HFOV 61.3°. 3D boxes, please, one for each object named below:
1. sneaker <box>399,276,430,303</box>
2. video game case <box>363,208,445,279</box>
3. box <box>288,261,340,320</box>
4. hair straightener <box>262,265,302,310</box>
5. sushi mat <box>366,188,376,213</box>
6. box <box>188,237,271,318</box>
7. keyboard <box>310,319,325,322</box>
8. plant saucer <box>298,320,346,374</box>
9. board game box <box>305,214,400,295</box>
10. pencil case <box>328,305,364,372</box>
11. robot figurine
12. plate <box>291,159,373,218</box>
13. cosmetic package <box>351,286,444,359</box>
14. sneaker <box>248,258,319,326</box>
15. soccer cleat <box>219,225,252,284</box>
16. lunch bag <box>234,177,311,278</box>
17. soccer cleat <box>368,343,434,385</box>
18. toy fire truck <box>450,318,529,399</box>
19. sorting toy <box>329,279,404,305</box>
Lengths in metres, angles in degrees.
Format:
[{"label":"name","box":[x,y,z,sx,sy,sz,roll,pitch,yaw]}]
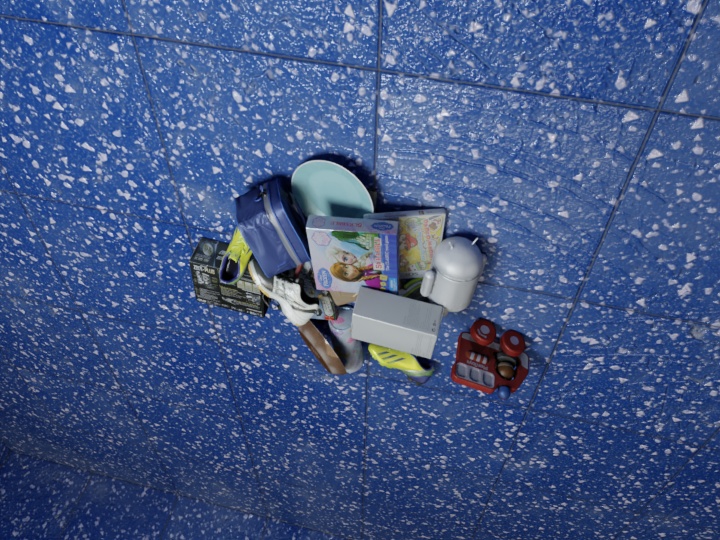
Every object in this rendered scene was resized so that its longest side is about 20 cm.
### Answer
[{"label":"sneaker","box":[0.097,0.104,1.458,0.200,0.082,0.073,-44,152,14]},{"label":"video game case","box":[0.093,-0.052,1.357,0.176,0.023,0.203,-5,138,-4]},{"label":"box","box":[-0.129,0.031,1.530,0.133,0.040,0.205,5,126,16]},{"label":"hair straightener","box":[-0.198,0.026,1.506,0.075,0.041,0.202,26,133,0]},{"label":"sushi mat","box":[-0.011,-0.112,1.379,0.093,0.012,0.203,10,139,8]},{"label":"box","box":[-0.332,0.021,1.585,0.194,0.088,0.166,13,139,5]},{"label":"keyboard","box":[-0.142,0.080,1.619,0.101,0.040,0.203,12,138,6]},{"label":"plant saucer","box":[-0.111,0.208,1.633,0.201,0.036,0.201,49,166,16]},{"label":"board game box","box":[-0.011,-0.029,1.327,0.193,0.042,0.203,4,139,10]},{"label":"pencil case","box":[-0.035,0.189,1.658,0.081,0.091,0.203,19,142,24]},{"label":"robot figurine","box":[0.207,0.009,1.348,0.166,0.114,0.204,-19,140,-26]},{"label":"plate","box":[-0.059,-0.160,1.315,0.195,0.026,0.203,17,140,14]},{"label":"cosmetic package","box":[0.080,0.118,1.369,0.194,0.083,0.114,16,146,6]},{"label":"sneaker","box":[-0.177,0.034,1.443,0.087,0.076,0.200,-38,108,18]},{"label":"soccer cleat","box":[-0.281,-0.058,1.434,0.063,0.084,0.205,24,106,2]},{"label":"lunch bag","box":[-0.186,-0.103,1.347,0.129,0.138,0.202,-22,132,4]},{"label":"soccer cleat","box":[0.115,0.243,1.691,0.197,0.065,0.085,29,113,-8]},{"label":"toy fire truck","box":[0.325,0.234,1.520,0.195,0.171,0.113,20,141,-3]},{"label":"sorting toy","box":[0.000,0.000,1.450,0.180,0.037,0.202,-14,138,10]}]
